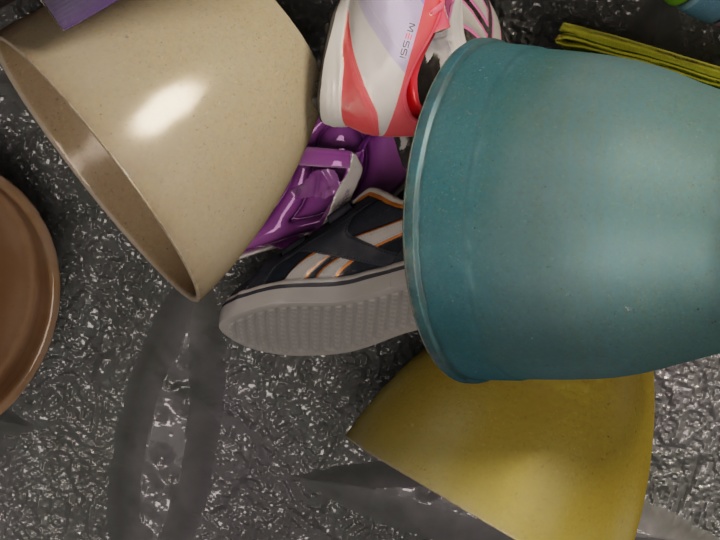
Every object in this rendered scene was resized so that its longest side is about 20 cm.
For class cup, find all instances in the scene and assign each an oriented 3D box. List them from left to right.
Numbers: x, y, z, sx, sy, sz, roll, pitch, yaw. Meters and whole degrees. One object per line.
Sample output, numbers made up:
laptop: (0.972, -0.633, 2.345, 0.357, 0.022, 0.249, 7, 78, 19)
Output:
cup: (-0.105, -0.102, 1.326, 0.143, 0.200, 0.201, -38, 111, -11)

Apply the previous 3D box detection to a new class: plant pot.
plant pot: (-0.301, 0.010, 1.407, 0.200, 0.093, 0.202, -13, 116, -29)
plant pot: (0.111, 0.095, 1.414, 0.199, 0.200, 0.142, 30, 87, -12)
plant pot: (0.151, -0.030, 1.245, 0.187, 0.200, 0.201, 3, 119, 27)

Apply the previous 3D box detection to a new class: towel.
towel: (0.212, -0.096, 1.311, 0.199, 0.018, 0.086, 22, 162, 30)

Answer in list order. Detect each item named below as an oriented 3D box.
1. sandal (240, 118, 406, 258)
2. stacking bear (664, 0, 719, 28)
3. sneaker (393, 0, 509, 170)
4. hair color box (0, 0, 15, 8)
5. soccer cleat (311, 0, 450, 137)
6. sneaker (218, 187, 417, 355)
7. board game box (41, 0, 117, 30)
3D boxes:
sandal: (-0.040, -0.048, 1.409, 0.202, 0.050, 0.083, -28, 114, 14)
stacking bear: (0.189, -0.211, 1.289, 0.199, 0.122, 0.114, 32, 103, -9)
sneaker: (0.051, -0.149, 1.348, 0.080, 0.086, 0.201, -2, 99, 33)
hair color box: (-0.289, -0.219, 1.290, 0.199, 0.061, 0.102, 15, 120, 24)
soccer cleat: (0.024, -0.175, 1.276, 0.073, 0.068, 0.201, 14, 109, 11)
sneaker: (0.000, 0.000, 1.394, 0.199, 0.080, 0.078, -12, 147, 32)
board game box: (-0.091, -0.231, 1.259, 0.199, 0.166, 0.057, -28, 111, 16)
